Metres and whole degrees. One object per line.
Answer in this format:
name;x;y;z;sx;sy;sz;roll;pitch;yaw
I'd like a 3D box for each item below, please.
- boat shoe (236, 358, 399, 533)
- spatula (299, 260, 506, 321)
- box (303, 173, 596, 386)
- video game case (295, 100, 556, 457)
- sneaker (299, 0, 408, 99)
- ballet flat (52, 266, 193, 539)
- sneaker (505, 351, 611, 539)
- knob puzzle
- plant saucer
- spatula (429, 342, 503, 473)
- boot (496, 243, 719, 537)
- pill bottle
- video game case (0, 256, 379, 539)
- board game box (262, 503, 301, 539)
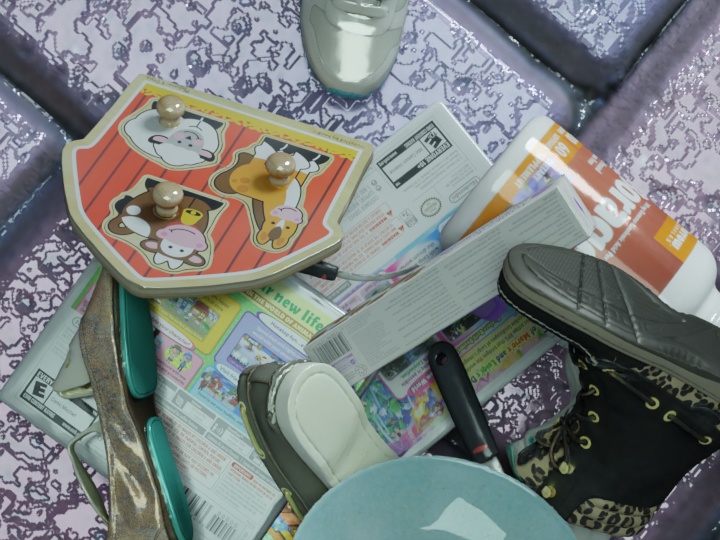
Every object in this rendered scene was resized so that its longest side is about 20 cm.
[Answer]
boat shoe;-0.015;0.135;1.415;0.072;0.060;0.202;-51;129;-31
spatula;0.000;0.000;1.443;0.199;0.057;0.021;12;73;-9
box;0.055;0.010;1.389;0.200;0.039;0.042;-34;95;18
video game case;0.034;0.013;1.493;0.200;0.024;0.182;-38;85;-13
sneaker;0.004;-0.218;1.498;0.076;0.081;0.201;10;86;-3
ballet flat;-0.161;0.091;1.417;0.067;0.068;0.201;-12;84;11
sneaker;0.133;0.150;1.483;0.088;0.075;0.201;23;75;6
knob puzzle;-0.103;-0.054;1.430;0.218;0.031;0.220;5;42;-5
plant saucer;0.048;0.210;1.351;0.200;0.039;0.202;5;57;-8
spatula;0.091;0.138;1.439;0.056;0.021;0.201;-27;79;16
boot;0.144;0.079;1.372;0.199;0.073;0.151;25;124;-19
pill bottle;0.159;0.000;1.442;0.200;0.112;0.112;39;85;2
video game case;-0.109;0.067;1.457;0.200;0.022;0.182;35;90;6
board game box;-0.050;0.167;1.486;0.200;0.034;0.135;44;84;2
